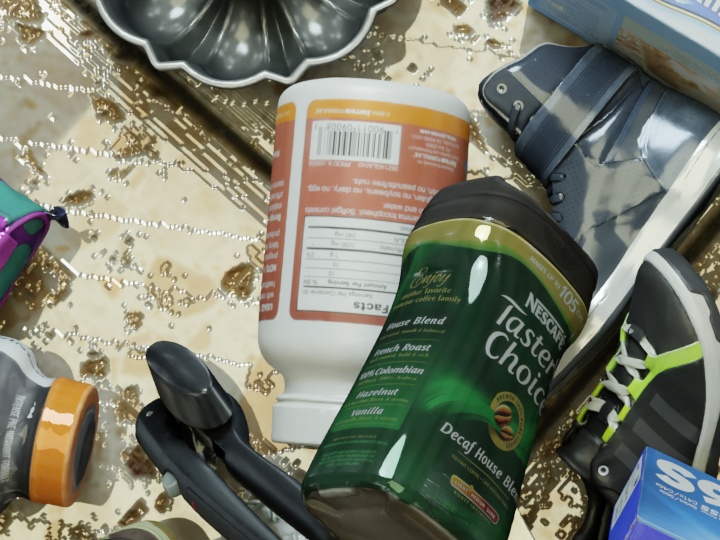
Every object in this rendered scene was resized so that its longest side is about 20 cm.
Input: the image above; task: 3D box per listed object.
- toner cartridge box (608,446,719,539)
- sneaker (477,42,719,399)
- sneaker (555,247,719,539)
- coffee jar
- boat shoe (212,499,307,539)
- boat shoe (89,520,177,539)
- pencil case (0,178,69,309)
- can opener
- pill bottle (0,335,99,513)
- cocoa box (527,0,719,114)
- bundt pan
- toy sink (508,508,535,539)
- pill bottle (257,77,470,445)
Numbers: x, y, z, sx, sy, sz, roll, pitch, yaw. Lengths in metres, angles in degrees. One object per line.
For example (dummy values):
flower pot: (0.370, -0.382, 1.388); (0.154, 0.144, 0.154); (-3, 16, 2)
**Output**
toner cartridge box: (0.226, 0.166, 1.022); (0.199, 0.095, 0.043); (25, 111, 2)
sneaker: (0.108, -0.034, 1.137); (0.146, 0.077, 0.203); (36, 91, 10)
sneaker: (0.150, 0.088, 1.085); (0.082, 0.072, 0.201); (-7, 111, -16)
coffee jar: (0.051, 0.054, 1.019); (0.104, 0.085, 0.201); (42, 56, -31)
boat shoe: (-0.057, 0.160, 1.122); (0.199, 0.074, 0.067); (-25, 86, 1)
boat shoe: (-0.190, 0.199, 1.105); (0.200, 0.066, 0.072); (-32, 67, 17)
pencil case: (-0.270, -0.060, 1.145); (0.200, 0.093, 0.085); (39, 63, 7)
can opener: (-0.073, 0.113, 1.087); (0.063, 0.079, 0.200); (-40, 39, -5)
pill bottle: (-0.251, 0.081, 1.125); (0.199, 0.106, 0.107); (11, 84, 3)
cocoa box: (0.209, -0.167, 1.116); (0.199, 0.133, 0.132); (32, 86, 6)
bundt pan: (-0.064, -0.197, 1.160); (0.200, 0.076, 0.203); (0, 83, 2)
toy sink: (0.022, 0.220, 1.085); (0.199, 0.130, 0.112); (-29, 84, -2)
pill bottle: (0.000, 0.000, 1.119); (0.111, 0.112, 0.201); (5, 85, 3)
